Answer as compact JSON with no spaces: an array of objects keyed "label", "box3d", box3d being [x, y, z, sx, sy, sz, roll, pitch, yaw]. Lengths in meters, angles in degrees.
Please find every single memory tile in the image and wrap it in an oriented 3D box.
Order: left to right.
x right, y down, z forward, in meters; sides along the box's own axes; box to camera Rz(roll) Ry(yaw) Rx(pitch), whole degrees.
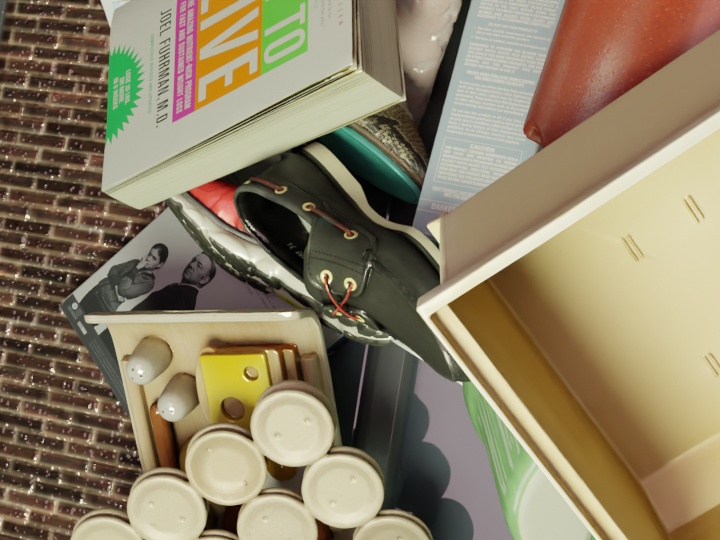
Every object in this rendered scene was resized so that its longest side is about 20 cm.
[{"label":"memory tile","box3d":[-0.068,0.166,0.813,0.199,0.017,0.154,-34,105,18]}]

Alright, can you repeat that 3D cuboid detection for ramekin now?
[{"label":"ramekin","box3d":[0.157,0.082,0.701,0.198,0.201,0.098,-23,41,15]}]

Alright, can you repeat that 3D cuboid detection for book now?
[{"label":"book","box3d":[-0.069,-0.131,0.788,0.199,0.048,0.135,-21,60,33]}]

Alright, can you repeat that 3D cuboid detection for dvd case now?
[{"label":"dvd case","box3d":[-0.091,0.021,0.892,0.199,0.025,0.151,-39,73,13]}]

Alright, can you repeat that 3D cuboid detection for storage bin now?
[{"label":"storage bin","box3d":[0.158,0.016,0.541,0.199,0.094,0.199,-34,109,15]}]

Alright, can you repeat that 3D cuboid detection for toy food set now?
[{"label":"toy food set","box3d":[-0.086,0.116,0.831,0.142,0.060,0.202,-2,111,18]}]

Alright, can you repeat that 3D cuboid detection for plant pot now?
[{"label":"plant pot","box3d":[0.180,-0.124,0.628,0.199,0.200,0.197,28,104,19]}]

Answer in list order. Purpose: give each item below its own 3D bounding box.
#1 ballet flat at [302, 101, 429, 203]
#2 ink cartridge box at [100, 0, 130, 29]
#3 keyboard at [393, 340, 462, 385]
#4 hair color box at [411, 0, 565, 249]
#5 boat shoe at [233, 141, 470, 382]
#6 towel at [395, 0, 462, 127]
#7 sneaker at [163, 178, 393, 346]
[{"label":"ballet flat","box3d":[-0.021,-0.103,0.825,0.199,0.068,0.076,21,68,37]},{"label":"ink cartridge box","box3d":[-0.103,-0.221,0.839,0.199,0.047,0.162,3,117,45]},{"label":"keyboard","box3d":[0.080,0.049,0.841,0.199,0.011,0.057,32,95,20]},{"label":"hair color box","box3d":[0.087,-0.092,0.781,0.060,0.099,0.202,12,74,15]},{"label":"boat shoe","box3d":[0.000,0.002,0.721,0.063,0.074,0.201,-29,45,-19]},{"label":"towel","box3d":[-0.013,-0.206,0.825,0.191,0.032,0.201,41,141,19]},{"label":"sneaker","box3d":[-0.043,-0.028,0.838,0.199,0.077,0.085,30,76,17]}]
